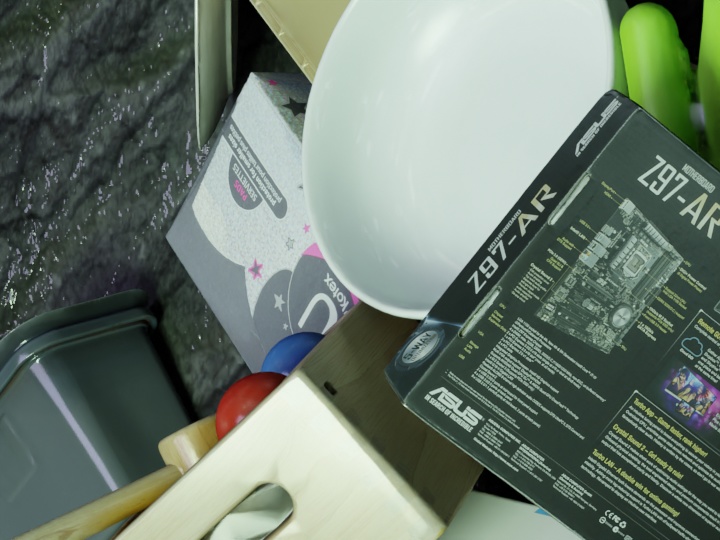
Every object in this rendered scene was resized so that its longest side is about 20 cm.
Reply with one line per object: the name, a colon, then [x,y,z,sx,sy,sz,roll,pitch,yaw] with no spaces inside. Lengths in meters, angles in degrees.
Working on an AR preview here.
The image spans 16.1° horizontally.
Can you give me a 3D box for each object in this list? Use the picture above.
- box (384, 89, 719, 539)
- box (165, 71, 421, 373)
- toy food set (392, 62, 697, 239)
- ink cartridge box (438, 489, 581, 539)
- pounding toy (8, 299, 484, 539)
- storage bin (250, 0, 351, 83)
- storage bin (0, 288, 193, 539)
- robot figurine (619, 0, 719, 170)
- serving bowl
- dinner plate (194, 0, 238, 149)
box: [0.135,0.045,1.098,0.161,0.200,0.044,-52,19,5]
box: [0.000,0.000,1.409,0.200,0.114,0.133,55,131,32]
toy food set: [0.118,-0.014,1.259,0.198,0.049,0.200,-39,66,11]
ink cartridge box: [0.113,0.221,1.228,0.128,0.200,0.126,7,56,51]
pounding toy: [-0.060,0.112,1.240,0.200,0.184,0.142,-42,91,21]
storage bin: [0.047,-0.178,1.360,0.199,0.093,0.201,54,129,33]
storage bin: [-0.191,0.130,1.640,0.135,0.145,0.200,56,132,18]
robot figurine: [0.206,-0.085,1.120,0.201,0.174,0.116,86,174,-47]
serving bowl: [0.063,-0.070,1.220,0.199,0.066,0.202,-16,67,42]
dinner plate: [-0.085,-0.172,1.501,0.200,0.024,0.202,180,90,-90]
